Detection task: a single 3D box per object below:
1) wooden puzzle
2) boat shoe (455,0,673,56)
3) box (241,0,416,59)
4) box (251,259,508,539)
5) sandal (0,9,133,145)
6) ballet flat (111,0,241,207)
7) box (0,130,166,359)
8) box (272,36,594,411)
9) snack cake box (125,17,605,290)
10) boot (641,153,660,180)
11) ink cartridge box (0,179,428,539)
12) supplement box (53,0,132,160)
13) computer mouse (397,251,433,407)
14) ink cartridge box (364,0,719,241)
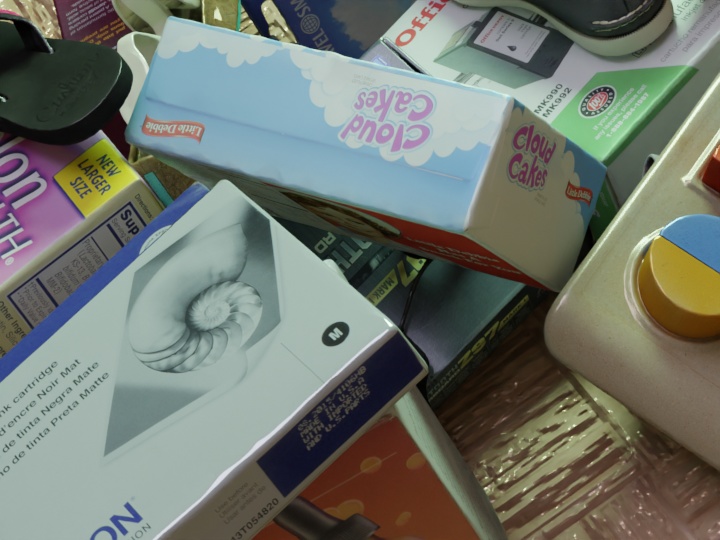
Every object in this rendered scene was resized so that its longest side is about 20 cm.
[{"bbox_3d":[0.212,0.002,1.087,0.185,0.046,0.200,34,71,9],"label":"wooden puzzle"},{"bbox_3d":[0.088,-0.178,1.253,0.073,0.063,0.200,-43,42,-13],"label":"boat shoe"},{"bbox_3d":[0.016,-0.204,1.399,0.199,0.122,0.048,-35,33,-2],"label":"box"},{"bbox_3d":[-0.024,0.123,1.066,0.152,0.200,0.107,-29,43,5],"label":"box"},{"bbox_3d":[-0.189,-0.104,1.164,0.199,0.045,0.075,9,60,47],"label":"sandal"},{"bbox_3d":[-0.106,-0.118,1.276,0.067,0.072,0.201,-23,51,29],"label":"ballet flat"},{"bbox_3d":[-0.202,0.002,1.189,0.199,0.097,0.176,-37,42,-6],"label":"box"},{"bbox_3d":[0.000,0.000,1.220,0.200,0.051,0.158,-44,70,-4],"label":"box"},{"bbox_3d":[0.002,-0.056,1.116,0.199,0.115,0.068,16,82,31],"label":"snack cake box"},{"bbox_3d":[0.188,-0.038,1.155,0.095,0.074,0.201,32,66,-1],"label":"boot"},{"bbox_3d":[-0.101,0.053,0.997,0.199,0.041,0.200,-43,42,-9],"label":"ink cartridge box"},{"bbox_3d":[-0.131,-0.149,1.446,0.085,0.111,0.201,-27,43,7],"label":"supplement box"},{"bbox_3d":[0.021,0.023,1.163,0.058,0.034,0.201,20,78,15],"label":"computer mouse"},{"bbox_3d":[0.121,-0.111,1.281,0.146,0.084,0.199,-46,44,-15],"label":"ink cartridge box"}]
